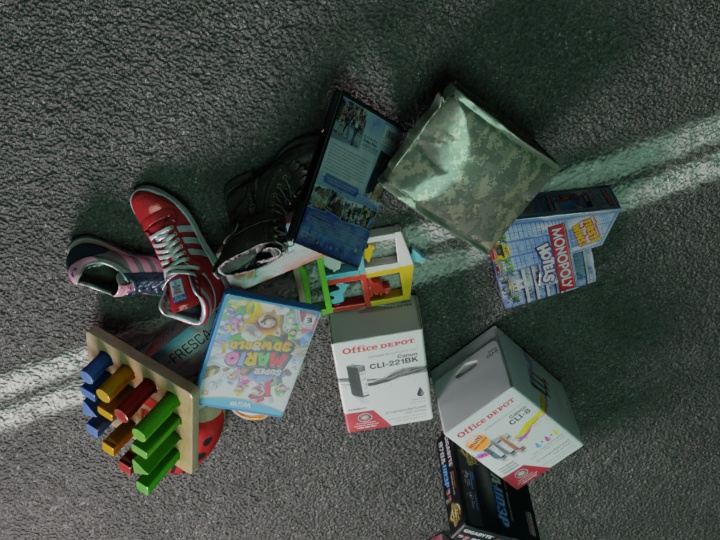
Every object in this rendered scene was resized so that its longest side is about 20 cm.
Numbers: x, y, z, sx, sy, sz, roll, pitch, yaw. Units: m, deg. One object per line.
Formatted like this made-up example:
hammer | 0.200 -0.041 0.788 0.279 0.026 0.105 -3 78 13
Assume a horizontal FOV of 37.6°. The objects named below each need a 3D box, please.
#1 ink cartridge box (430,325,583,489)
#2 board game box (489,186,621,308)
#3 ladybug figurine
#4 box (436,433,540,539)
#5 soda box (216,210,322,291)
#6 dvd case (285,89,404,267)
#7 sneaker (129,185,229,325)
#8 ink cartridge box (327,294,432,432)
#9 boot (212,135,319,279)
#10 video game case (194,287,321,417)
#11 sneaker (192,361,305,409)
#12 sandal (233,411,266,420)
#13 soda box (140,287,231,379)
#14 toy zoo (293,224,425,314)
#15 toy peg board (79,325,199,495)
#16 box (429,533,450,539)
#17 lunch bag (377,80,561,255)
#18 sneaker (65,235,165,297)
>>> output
ink cartridge box | 0.233 0.222 1.711 0.145 0.146 0.199 -38 123 21
board game box | 0.289 -0.039 1.568 0.197 0.062 0.202 -17 128 6
ladybug figurine | -0.287 0.259 1.708 0.134 0.072 0.202 9 126 -15
box | 0.215 0.376 1.792 0.157 0.202 0.046 21 128 -23
soda box | -0.098 -0.042 1.485 0.198 0.069 0.064 -22 106 9
dvd case | -0.018 -0.117 1.385 0.142 0.017 0.203 21 87 -49
sneaker | -0.258 -0.016 1.452 0.071 0.113 0.201 -25 113 25
ink cartridge box | 0.032 0.147 1.661 0.142 0.084 0.202 -9 128 0
boot | -0.108 -0.078 1.404 0.198 0.175 0.069 -29 127 15
video game case | -0.152 0.122 1.526 0.141 0.018 0.202 11 121 -18
sneaker | -0.177 0.177 1.602 0.199 0.074 0.116 -40 103 4
sandal | -0.182 0.173 1.664 0.078 0.060 0.209 -6 128 -3
soda box | -0.247 0.104 1.591 0.199 0.064 0.068 -36 110 18
toy zoo | 0.000 0.000 1.581 0.197 0.021 0.132 -10 129 0
toy peg board | -0.348 0.220 1.575 0.197 0.098 0.202 27 137 17
box | 0.181 0.609 2.034 0.094 0.103 0.200 -33 125 17
lunch bag | 0.136 -0.144 1.419 0.199 0.118 0.165 29 108 -32
sneaker | -0.321 0.015 1.505 0.197 0.082 0.071 12 123 -20
